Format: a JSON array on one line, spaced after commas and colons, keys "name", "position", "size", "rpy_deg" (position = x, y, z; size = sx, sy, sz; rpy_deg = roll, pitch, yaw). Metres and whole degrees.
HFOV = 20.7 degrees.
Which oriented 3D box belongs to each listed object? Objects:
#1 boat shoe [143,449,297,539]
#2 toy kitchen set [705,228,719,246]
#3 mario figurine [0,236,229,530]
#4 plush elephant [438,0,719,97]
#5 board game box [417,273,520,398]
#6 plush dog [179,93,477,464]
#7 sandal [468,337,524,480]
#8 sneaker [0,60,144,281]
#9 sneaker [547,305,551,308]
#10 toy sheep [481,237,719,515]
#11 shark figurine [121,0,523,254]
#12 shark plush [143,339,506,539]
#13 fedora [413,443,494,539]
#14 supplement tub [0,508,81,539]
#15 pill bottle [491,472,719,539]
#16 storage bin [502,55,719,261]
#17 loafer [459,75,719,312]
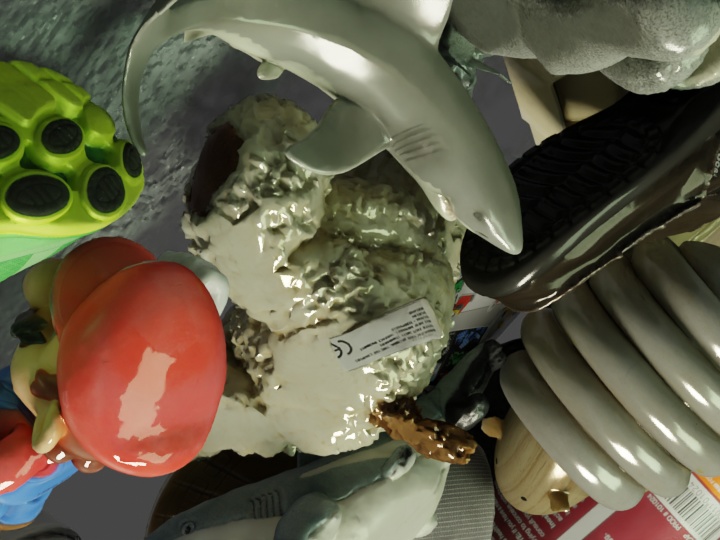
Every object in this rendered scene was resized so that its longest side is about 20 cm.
[{"name": "boat shoe", "position": [-0.084, 0.141, 1.058], "size": [0.200, 0.071, 0.065], "rpy_deg": [-60, -169, 21]}, {"name": "toy kitchen set", "position": [0.310, -0.108, 1.296], "size": [0.200, 0.163, 0.181], "rpy_deg": [6, 139, -21]}, {"name": "mario figurine", "position": [-0.127, 0.041, 0.771], "size": [0.200, 0.106, 0.124], "rpy_deg": [-37, -151, 44]}, {"name": "plush elephant", "position": [0.107, -0.153, 0.819], "size": [0.155, 0.165, 0.200], "rpy_deg": [-34, 171, -22]}, {"name": "board game box", "position": [0.039, 0.014, 1.109], "size": [0.126, 0.035, 0.200], "rpy_deg": [-48, 158, -2]}, {"name": "plush dog", "position": [0.000, 0.000, 0.906], "size": [0.172, 0.160, 0.200], "rpy_deg": [-62, 174, -48]}, {"name": "sandal", "position": [0.059, 0.101, 1.171], "size": [0.200, 0.075, 0.048], "rpy_deg": [-32, -170, -35]}, {"name": "sneaker", "position": [-0.158, -0.012, 0.681], "size": [0.200, 0.074, 0.084], "rpy_deg": [-33, 180, -44]}, {"name": "sneaker", "position": [0.155, 0.019, 1.193], "size": [0.078, 0.075, 0.200], "rpy_deg": [48, 57, -58]}, {"name": "toy sheep", "position": [0.145, 0.048, 0.978], "size": [0.200, 0.138, 0.138], "rpy_deg": [-46, 158, 9]}, {"name": "shark figurine", "position": [-0.009, -0.096, 0.784], "size": [0.214, 0.128, 0.089], "rpy_deg": [20, 135, -39]}, {"name": "shark plush", "position": [-0.007, 0.088, 0.916], "size": [0.200, 0.083, 0.091], "rpy_deg": [-46, 143, -17]}, {"name": "fedora", "position": [0.009, 0.153, 1.029], "size": [0.177, 0.090, 0.200], "rpy_deg": [-176, -73, -76]}, {"name": "supplement tub", "position": [-0.123, 0.219, 0.913], "size": [0.145, 0.200, 0.145], "rpy_deg": [-40, 155, -23]}, {"name": "pill bottle", "position": [0.122, 0.150, 1.098], "size": [0.200, 0.113, 0.113], "rpy_deg": [-42, 158, 6]}, {"name": "storage bin", "position": [0.159, -0.118, 0.994], "size": [0.198, 0.094, 0.200], "rpy_deg": [-40, 146, -11]}, {"name": "loafer", "position": [0.133, -0.039, 0.880], "size": [0.200, 0.073, 0.071], "rpy_deg": [-37, 121, -15]}]
